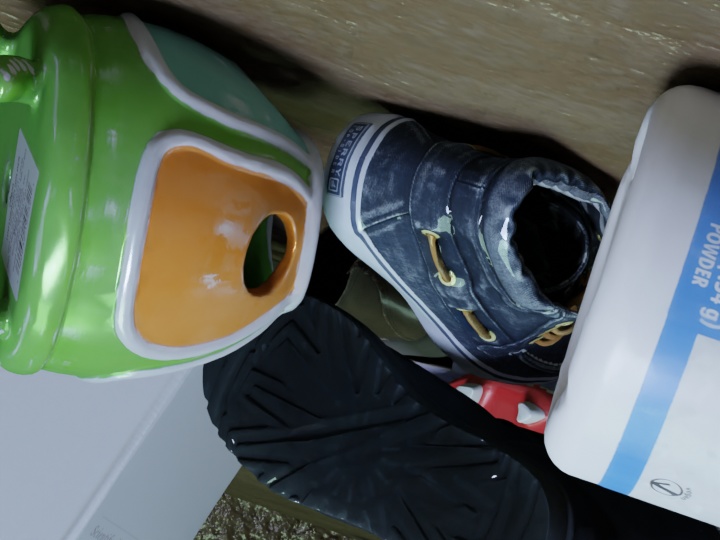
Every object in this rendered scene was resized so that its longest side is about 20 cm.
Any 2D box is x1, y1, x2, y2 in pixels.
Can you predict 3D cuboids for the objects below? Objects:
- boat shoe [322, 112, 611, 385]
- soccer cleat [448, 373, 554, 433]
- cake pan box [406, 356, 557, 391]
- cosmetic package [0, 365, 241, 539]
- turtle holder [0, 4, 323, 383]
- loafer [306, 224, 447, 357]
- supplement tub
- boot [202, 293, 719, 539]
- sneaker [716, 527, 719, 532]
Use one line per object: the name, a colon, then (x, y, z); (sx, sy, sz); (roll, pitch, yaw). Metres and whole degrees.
boat shoe: (0.068, 0.005, 1.113); (0.091, 0.071, 0.200); (17, 169, 35)
soccer cleat: (0.054, 0.084, 1.357); (0.085, 0.069, 0.199); (-3, 176, -40)
cake pan box: (0.072, 0.052, 1.450); (0.184, 0.053, 0.200); (8, 166, 42)
cosmetic package: (-0.164, 0.046, 1.395); (0.200, 0.165, 0.165); (33, 174, 17)
turtle holder: (-0.092, -0.025, 1.077); (0.131, 0.142, 0.185); (6, 170, -16)
loafer: (0.000, 0.000, 1.273); (0.071, 0.073, 0.200); (31, 162, -15)
supplement tub: (0.168, 0.031, 0.891); (0.199, 0.133, 0.132); (18, 171, 3)
boot: (0.046, 0.086, 1.185); (0.200, 0.077, 0.168); (31, -175, 34)
sneaker: (0.191, 0.117, 1.310); (0.199, 0.077, 0.089); (15, -179, 20)
